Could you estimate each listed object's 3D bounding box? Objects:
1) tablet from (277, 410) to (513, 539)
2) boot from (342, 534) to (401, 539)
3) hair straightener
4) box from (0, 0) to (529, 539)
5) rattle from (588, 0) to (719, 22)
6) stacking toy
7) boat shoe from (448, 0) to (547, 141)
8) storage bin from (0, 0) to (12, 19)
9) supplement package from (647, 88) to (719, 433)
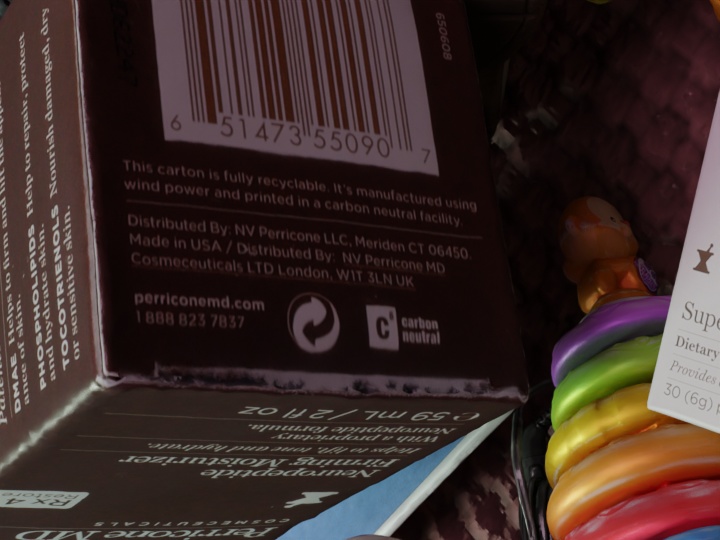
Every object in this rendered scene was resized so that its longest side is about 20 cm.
[{"bbox_3d":[0.000,0.075,0.795,0.200,0.014,0.131,-51,35,30],"label":"tablet"},{"bbox_3d":[0.039,0.185,0.618,0.200,0.090,0.073,46,113,13],"label":"boot"},{"bbox_3d":[0.087,0.138,0.687,0.041,0.077,0.202,-6,71,6],"label":"hair straightener"},{"bbox_3d":[-0.066,0.000,0.645,0.200,0.165,0.165,-37,55,52],"label":"box"},{"bbox_3d":[0.167,-0.177,0.650,0.142,0.130,0.201,26,71,21],"label":"rattle"},{"bbox_3d":[0.111,0.053,0.664,0.109,0.116,0.201,-33,50,32],"label":"stacking toy"},{"bbox_3d":[0.038,-0.122,0.701,0.200,0.071,0.077,105,176,-71],"label":"boat shoe"},{"bbox_3d":[-0.087,-0.167,0.712,0.093,0.200,0.136,-22,78,29],"label":"storage bin"},{"bbox_3d":[0.193,-0.034,0.561,0.121,0.119,0.202,17,97,45],"label":"supplement package"}]
